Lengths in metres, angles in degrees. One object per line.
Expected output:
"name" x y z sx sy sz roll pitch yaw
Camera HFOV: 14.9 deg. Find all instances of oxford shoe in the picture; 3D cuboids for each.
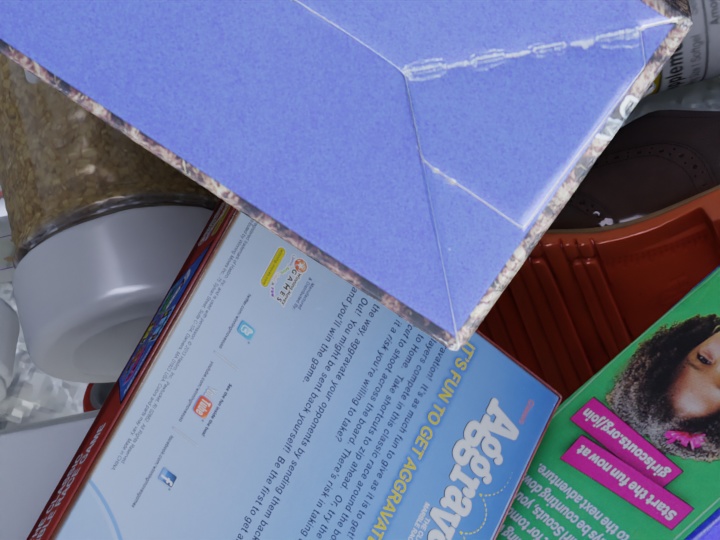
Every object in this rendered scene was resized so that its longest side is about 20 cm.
"oxford shoe" 0.075 -0.005 0.860 0.199 0.071 0.073 -13 35 8

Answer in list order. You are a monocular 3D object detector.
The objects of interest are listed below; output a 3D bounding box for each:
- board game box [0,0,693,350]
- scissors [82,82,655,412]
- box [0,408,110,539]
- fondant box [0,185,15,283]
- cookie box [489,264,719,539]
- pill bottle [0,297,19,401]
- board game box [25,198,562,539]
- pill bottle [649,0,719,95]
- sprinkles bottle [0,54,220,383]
"board game box" -0.009 -0.089 0.710 0.159 0.200 0.097 34 106 -5
"scissors" 0.000 0.000 0.829 0.199 0.014 0.073 -20 36 28
"box" -0.130 0.150 0.665 0.199 0.131 0.200 -9 82 -32
"fondant box" -0.165 -0.061 0.897 0.199 0.058 0.145 -14 69 1
"cookie box" 0.087 0.119 0.744 0.200 0.171 0.075 -41 37 -10
"pill bottle" -0.158 0.102 0.805 0.111 0.112 0.201 6 70 8
"board game box" -0.030 0.081 0.653 0.103 0.019 0.201 37 58 -15
"pill bottle" 0.107 -0.118 0.862 0.199 0.114 0.115 -15 69 0
"sprinkles bottle" -0.085 -0.069 0.826 0.068 0.068 0.201 -15 69 0
